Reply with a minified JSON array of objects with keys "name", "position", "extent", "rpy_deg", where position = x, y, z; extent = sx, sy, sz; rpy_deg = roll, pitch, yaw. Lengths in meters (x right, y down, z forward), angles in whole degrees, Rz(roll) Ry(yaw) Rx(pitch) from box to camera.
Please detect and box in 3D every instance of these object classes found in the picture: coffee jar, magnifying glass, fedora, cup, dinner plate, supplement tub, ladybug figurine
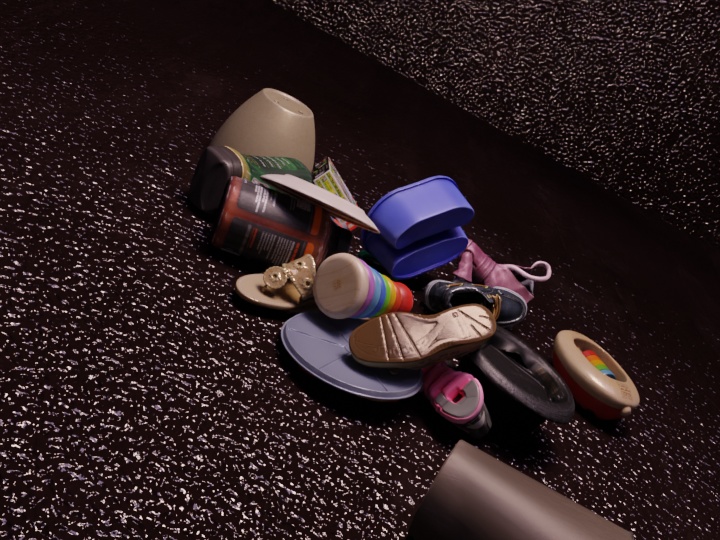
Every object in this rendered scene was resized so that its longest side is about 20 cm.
[{"name":"coffee jar","position":[-0.174,-0.134,1.432],"extent":[0.198,0.106,0.085],"rpy_deg":[3,30,-50]},{"name":"magnifying glass","position":[0.000,0.000,1.479],"extent":[0.079,0.023,0.199],"rpy_deg":[40,22,23]},{"name":"fedora","position":[0.200,0.163,1.270],"extent":[0.198,0.092,0.202],"rpy_deg":[29,23,-13]},{"name":"cup","position":[-0.158,-0.238,1.627],"extent":[0.197,0.145,0.201],"rpy_deg":[25,22,-11]},{"name":"dinner plate","position":[-0.057,-0.105,1.345],"extent":[0.197,0.025,0.200],"rpy_deg":[26,1,0]},{"name":"supplement tub","position":[-0.113,-0.055,1.316],"extent":[0.196,0.109,0.107],"rpy_deg":[19,23,-12]},{"name":"ladybug figurine","position":[0.382,0.179,1.497],"extent":[0.134,0.073,0.201],"rpy_deg":[19,23,-27]}]

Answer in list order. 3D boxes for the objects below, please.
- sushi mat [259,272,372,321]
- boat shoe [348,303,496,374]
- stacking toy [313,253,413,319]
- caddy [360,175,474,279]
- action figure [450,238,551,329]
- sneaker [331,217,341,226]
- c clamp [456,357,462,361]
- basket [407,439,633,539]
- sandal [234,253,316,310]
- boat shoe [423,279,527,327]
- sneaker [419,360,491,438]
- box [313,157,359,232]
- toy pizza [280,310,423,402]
[{"name":"sushi mat","position":[-0.052,0.041,1.330],"extent":[0.197,0.012,0.096],"rpy_deg":[9,31,-43]},{"name":"boat shoe","position":[0.078,0.095,1.163],"extent":[0.195,0.063,0.075],"rpy_deg":[-6,57,-14]},{"name":"stacking toy","position":[0.018,0.033,1.267],"extent":[0.085,0.086,0.199],"rpy_deg":[41,13,29]},{"name":"caddy","position":[0.095,-0.078,1.512],"extent":[0.197,0.143,0.105],"rpy_deg":[-20,49,-24]},{"name":"action figure","position":[0.218,0.002,1.594],"extent":[0.199,0.149,0.134],"rpy_deg":[41,26,-7]},{"name":"sneaker","position":[-0.096,-0.069,1.420],"extent":[0.198,0.076,0.084],"rpy_deg":[6,21,-46]},{"name":"c clamp","position":[0.135,0.108,1.394],"extent":[0.197,0.028,0.171],"rpy_deg":[17,15,-37]},{"name":"basket","position":[0.157,0.276,0.925],"extent":[0.198,0.138,0.180],"rpy_deg":[30,17,13]},{"name":"sandal","position":[-0.075,0.009,1.251],"extent":[0.209,0.071,0.078],"rpy_deg":[10,28,-41]},{"name":"boat shoe","position":[0.206,0.062,1.499],"extent":[0.196,0.073,0.091],"rpy_deg":[9,3,-23]},{"name":"sneaker","position":[0.113,0.156,1.232],"extent":[0.096,0.079,0.200],"rpy_deg":[48,1,-40]},{"name":"box","position":[-0.041,-0.132,1.573],"extent":[0.111,0.034,0.200],"rpy_deg":[58,4,-13]},{"name":"toy pizza","position":[-0.013,0.115,1.176],"extent":[0.196,0.032,0.201],"rpy_deg":[18,21,-7]}]
